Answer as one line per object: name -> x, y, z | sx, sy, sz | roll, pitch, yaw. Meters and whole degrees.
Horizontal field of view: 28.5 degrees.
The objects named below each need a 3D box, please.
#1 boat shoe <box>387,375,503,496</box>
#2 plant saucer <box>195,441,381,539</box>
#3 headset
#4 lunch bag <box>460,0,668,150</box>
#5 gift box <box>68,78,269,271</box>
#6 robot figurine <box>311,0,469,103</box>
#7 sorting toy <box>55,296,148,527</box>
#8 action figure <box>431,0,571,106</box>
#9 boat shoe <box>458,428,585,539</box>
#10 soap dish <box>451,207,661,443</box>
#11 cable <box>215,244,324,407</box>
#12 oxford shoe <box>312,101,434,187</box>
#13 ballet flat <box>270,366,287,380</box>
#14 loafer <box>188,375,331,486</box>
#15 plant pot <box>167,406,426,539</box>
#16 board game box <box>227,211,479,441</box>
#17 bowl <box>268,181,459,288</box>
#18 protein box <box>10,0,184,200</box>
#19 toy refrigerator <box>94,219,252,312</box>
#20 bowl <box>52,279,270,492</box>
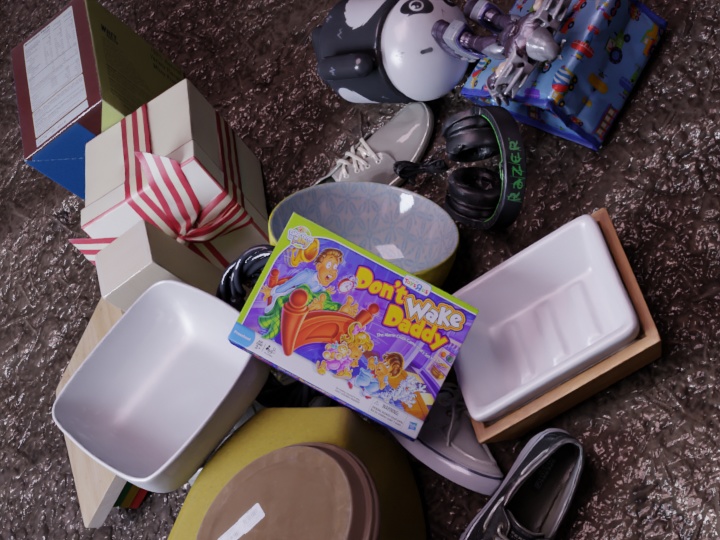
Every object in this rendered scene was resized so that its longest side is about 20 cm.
boat shoe -> 0.082, 0.138, 1.385 | 0.202, 0.074, 0.087 | 38, 106, 51
plant saucer -> -0.072, 0.234, 1.227 | 0.198, 0.029, 0.202 | -22, 45, 24
headset -> 0.106, -0.107, 1.472 | 0.200, 0.093, 0.125 | -163, 70, -71
lunch bag -> 0.200, -0.230, 1.503 | 0.199, 0.094, 0.152 | 25, 84, 56
gift box -> -0.227, -0.086, 1.646 | 0.184, 0.200, 0.188 | -34, 39, 18
robot figurine -> 0.033, -0.253, 1.598 | 0.199, 0.124, 0.152 | 7, 67, 47
sorting toy -> -0.267, 0.152, 1.613 | 0.200, 0.069, 0.201 | -57, 40, 34
action figure -> 0.154, -0.235, 1.434 | 0.130, 0.069, 0.200 | -49, 28, -3
boat shoe -> 0.138, 0.230, 1.277 | 0.071, 0.071, 0.202 | 27, 81, -1
soap dish -> 0.181, 0.057, 1.349 | 0.199, 0.081, 0.159 | -32, 50, 20
cable -> -0.089, 0.065, 1.435 | 0.051, 0.164, 0.200 | -39, -1, -40
oxford shoe -> 0.005, -0.115, 1.599 | 0.200, 0.058, 0.075 | -45, 43, 6
ballet flat -> -0.119, 0.101, 1.572 | 0.200, 0.064, 0.076 | -48, 45, 6
loafer -> -0.111, 0.169, 1.523 | 0.200, 0.070, 0.070 | -43, 47, 11
plant pot -> -0.048, 0.242, 1.359 | 0.194, 0.194, 0.202 | -4, 59, 36
board game box -> -0.007, 0.053, 1.332 | 0.198, 0.045, 0.136 | 27, 81, 4
bowl -> 0.000, 0.000, 1.488 | 0.200, 0.198, 0.109 | 42, 137, 43
protein box -> -0.321, -0.200, 1.802 | 0.134, 0.198, 0.202 | -32, 50, 19
toy refrigerator -> -0.198, 0.026, 1.581 | 0.076, 0.200, 0.071 | -34, 50, 19
bowl -> -0.189, 0.122, 1.421 | 0.199, 0.075, 0.200 | 24, 71, 45
